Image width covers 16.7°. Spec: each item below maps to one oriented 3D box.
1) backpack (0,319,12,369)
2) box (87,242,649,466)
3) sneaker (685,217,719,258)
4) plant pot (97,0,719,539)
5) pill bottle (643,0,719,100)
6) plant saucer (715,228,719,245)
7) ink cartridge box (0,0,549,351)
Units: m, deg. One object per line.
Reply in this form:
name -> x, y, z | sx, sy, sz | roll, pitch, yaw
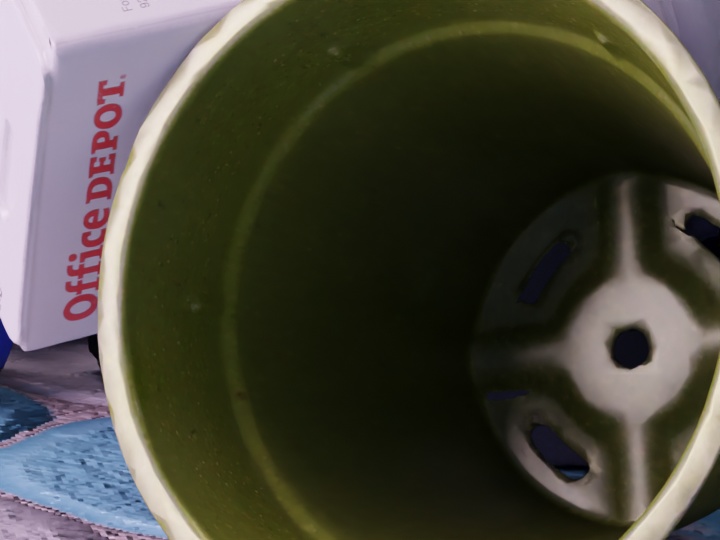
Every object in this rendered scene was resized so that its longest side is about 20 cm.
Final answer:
backpack -> -0.248, -0.037, 0.985 | 0.199, 0.169, 0.162 | 6, -4, 33
box -> 0.000, 0.000, 0.984 | 0.199, 0.125, 0.197 | 2, 10, -13
sneaker -> 0.137, 0.015, 1.075 | 0.115, 0.081, 0.199 | 2, 9, -28
plant pot -> 0.052, 0.017, 0.746 | 0.199, 0.201, 0.190 | 7, -4, 27
pill bottle -> 0.157, -0.101, 0.900 | 0.199, 0.112, 0.111 | -16, 15, -21
plant saucer -> 0.240, -0.051, 1.011 | 0.199, 0.037, 0.200 | -15, 1, 0
ink cartridge box -> -0.028, -0.068, 0.795 | 0.199, 0.146, 0.084 | -14, 55, -23
